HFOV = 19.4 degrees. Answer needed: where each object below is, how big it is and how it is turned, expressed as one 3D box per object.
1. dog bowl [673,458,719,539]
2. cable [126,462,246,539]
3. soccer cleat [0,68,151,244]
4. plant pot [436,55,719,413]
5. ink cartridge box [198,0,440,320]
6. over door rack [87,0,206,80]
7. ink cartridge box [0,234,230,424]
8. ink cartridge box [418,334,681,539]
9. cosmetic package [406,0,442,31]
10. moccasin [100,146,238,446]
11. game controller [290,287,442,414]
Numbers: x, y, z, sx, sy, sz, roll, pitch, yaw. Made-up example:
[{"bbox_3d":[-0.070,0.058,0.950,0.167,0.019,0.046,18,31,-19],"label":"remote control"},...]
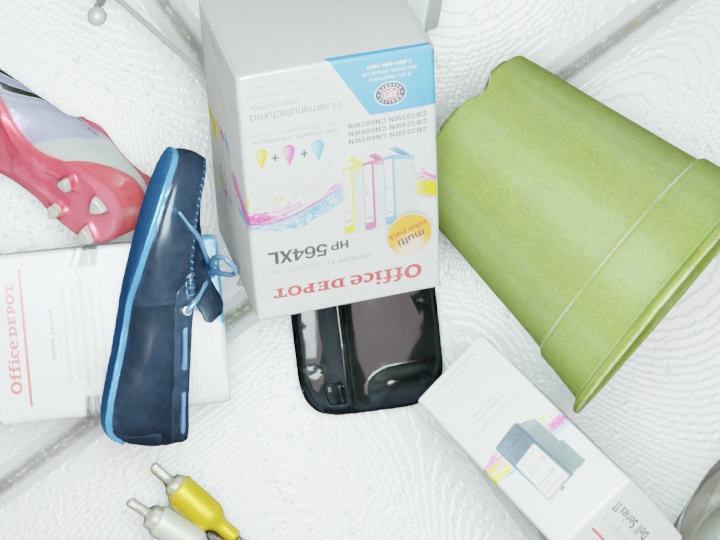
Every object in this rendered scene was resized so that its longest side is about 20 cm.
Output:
[{"bbox_3d":[0.296,0.217,1.442,0.199,0.059,0.201,12,58,-19],"label":"dog bowl"},{"bbox_3d":[-0.079,0.217,1.482,0.199,0.050,0.097,25,90,-3],"label":"cable"},{"bbox_3d":[-0.226,-0.095,1.460,0.200,0.076,0.067,40,126,12],"label":"soccer cleat"},{"bbox_3d":[0.139,-0.041,1.418,0.190,0.200,0.200,41,92,8],"label":"plant pot"},{"bbox_3d":[-0.024,-0.071,1.362,0.128,0.125,0.201,-10,122,-11],"label":"ink cartridge box"},{"bbox_3d":[-0.113,-0.212,1.406,0.200,0.067,0.148,37,112,15],"label":"over door rack"},{"bbox_3d":[-0.194,0.040,1.453,0.199,0.067,0.116,-5,94,-6],"label":"ink cartridge box"},{"bbox_3d":[0.139,0.144,1.402,0.067,0.117,0.200,-44,54,0],"label":"ink cartridge box"},{"bbox_3d":[-0.007,-0.274,1.422,0.150,0.052,0.201,13,103,11],"label":"cosmetic package"},{"bbox_3d":[-0.123,0.018,1.397,0.068,0.080,0.201,11,105,-12],"label":"moccasin"},{"bbox_3d":[0.000,0.000,1.483,0.104,0.042,0.201,-7,94,-16],"label":"game controller"}]
